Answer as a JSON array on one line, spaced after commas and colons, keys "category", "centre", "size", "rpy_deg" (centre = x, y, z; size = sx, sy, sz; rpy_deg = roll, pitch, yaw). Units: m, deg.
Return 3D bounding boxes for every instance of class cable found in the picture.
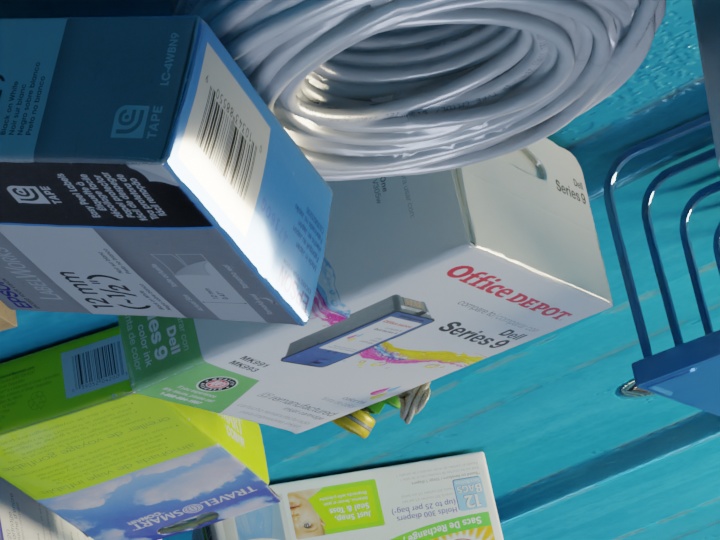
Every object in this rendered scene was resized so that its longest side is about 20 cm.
[{"category": "cable", "centre": [0.020, -0.100, 0.979], "size": [0.198, 0.070, 0.200], "rpy_deg": [-10, 161, -3]}]

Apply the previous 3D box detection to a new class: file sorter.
[{"category": "file sorter", "centre": [0.229, -0.003, 1.289], "size": [0.138, 0.124, 0.200], "rpy_deg": [-23, 158, 26]}]

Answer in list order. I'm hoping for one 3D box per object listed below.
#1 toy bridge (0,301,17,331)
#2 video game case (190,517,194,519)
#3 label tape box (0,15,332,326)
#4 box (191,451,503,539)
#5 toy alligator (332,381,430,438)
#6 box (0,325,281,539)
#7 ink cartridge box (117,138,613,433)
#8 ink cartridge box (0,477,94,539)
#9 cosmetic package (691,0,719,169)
[{"category": "toy bridge", "centre": [-0.169, -0.006, 1.120], "size": [0.198, 0.068, 0.027], "rpy_deg": [-15, 160, 12]}, {"category": "video game case", "centre": [-0.178, 0.142, 1.595], "size": [0.142, 0.018, 0.200], "rpy_deg": [-17, 160, 11]}, {"category": "label tape box", "centre": [-0.128, -0.037, 0.960], "size": [0.198, 0.067, 0.143], "rpy_deg": [0, 156, 21]}, {"category": "box", "centre": [-0.005, 0.204, 1.730], "size": [0.198, 0.113, 0.101], "rpy_deg": [-9, 161, -14]}, {"category": "toy alligator", "centre": [-0.004, 0.053, 1.359], "size": [0.054, 0.060, 0.200], "rpy_deg": [31, 175, -7]}, {"category": "box", "centre": [-0.135, 0.098, 1.427], "size": [0.121, 0.048, 0.200], "rpy_deg": [-17, 153, 13]}, {"category": "ink cartridge box", "centre": [0.000, 0.000, 1.212], "size": [0.199, 0.088, 0.145], "rpy_deg": [-24, 157, 26]}, {"category": "ink cartridge box", "centre": [-0.169, 0.226, 1.509], "size": [0.047, 0.199, 0.200], "rpy_deg": [-21, 158, 23]}, {"category": "cosmetic package", "centre": [0.195, -0.070, 0.981], "size": [0.112, 0.082, 0.200], "rpy_deg": [-19, -157, 15]}]
